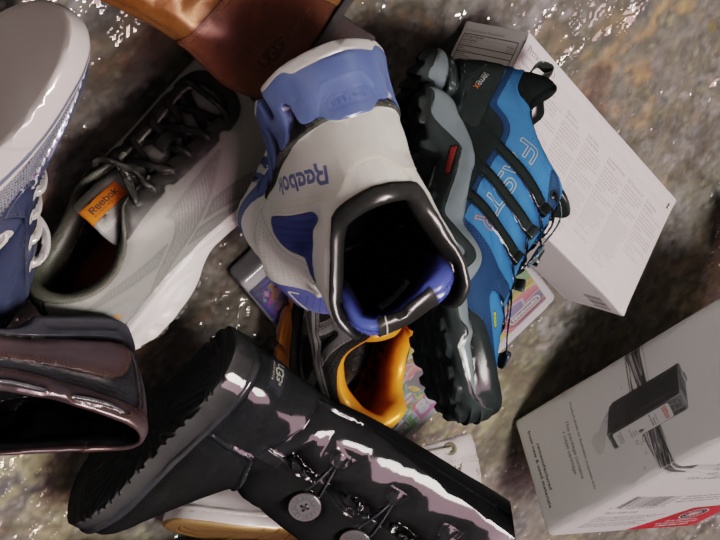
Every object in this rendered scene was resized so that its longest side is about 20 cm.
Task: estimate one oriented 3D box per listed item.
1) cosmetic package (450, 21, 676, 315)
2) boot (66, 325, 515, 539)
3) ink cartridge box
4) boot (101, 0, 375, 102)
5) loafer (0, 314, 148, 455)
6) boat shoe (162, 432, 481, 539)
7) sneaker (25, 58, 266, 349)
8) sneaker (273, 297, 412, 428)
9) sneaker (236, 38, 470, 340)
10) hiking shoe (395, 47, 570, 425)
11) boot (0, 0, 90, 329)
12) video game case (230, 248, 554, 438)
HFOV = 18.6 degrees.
[{"bbox_3d":[0.107,-0.056,1.264,0.200,0.051,0.083,41,72,-48],"label":"cosmetic package"},{"bbox_3d":[-0.038,0.134,1.204,0.200,0.066,0.165,33,128,-24],"label":"boot"},{"bbox_3d":[0.221,0.092,1.384,0.144,0.084,0.200,2,154,-40],"label":"ink cartridge box"},{"bbox_3d":[-0.069,-0.189,1.030,0.200,0.068,0.189,29,79,-28],"label":"boot"},{"bbox_3d":[-0.190,0.063,1.040,0.200,0.063,0.072,-5,147,-33],"label":"loafer"},{"bbox_3d":[-0.022,0.123,1.295,0.200,0.071,0.070,0,81,-24],"label":"boat shoe"},{"bbox_3d":[-0.093,-0.047,1.094,0.200,0.074,0.079,-56,148,9],"label":"sneaker"},{"bbox_3d":[0.000,0.000,1.186,0.078,0.077,0.200,-20,129,-25],"label":"sneaker"},{"bbox_3d":[-0.004,-0.009,1.036,0.080,0.115,0.200,-17,155,-10],"label":"sneaker"},{"bbox_3d":[0.069,-0.020,1.116,0.086,0.200,0.074,2,163,-12],"label":"hiking shoe"},{"bbox_3d":[-0.179,-0.037,1.052,0.200,0.073,0.090,-48,144,13],"label":"boot"},{"bbox_3d":[0.024,0.009,1.280,0.143,0.018,0.200,-43,137,-5],"label":"video game case"}]
